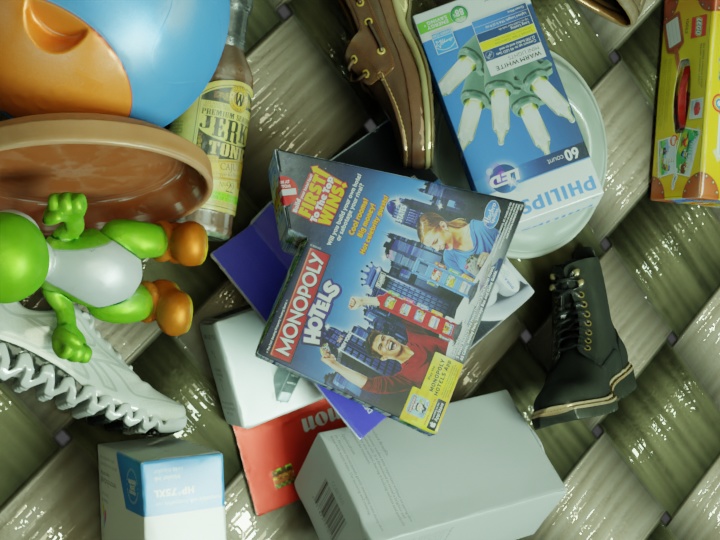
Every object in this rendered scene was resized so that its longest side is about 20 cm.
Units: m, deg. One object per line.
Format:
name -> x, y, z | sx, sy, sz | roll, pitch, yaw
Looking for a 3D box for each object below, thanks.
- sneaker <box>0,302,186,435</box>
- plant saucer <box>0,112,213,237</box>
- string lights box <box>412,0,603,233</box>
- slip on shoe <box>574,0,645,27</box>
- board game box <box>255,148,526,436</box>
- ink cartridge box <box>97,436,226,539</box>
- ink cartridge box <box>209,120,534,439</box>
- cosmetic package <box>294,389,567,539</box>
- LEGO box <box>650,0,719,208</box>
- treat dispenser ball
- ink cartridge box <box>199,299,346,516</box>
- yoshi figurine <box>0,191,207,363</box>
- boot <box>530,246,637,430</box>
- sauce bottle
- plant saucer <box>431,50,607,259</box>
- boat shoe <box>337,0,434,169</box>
sneaker -> -0.215, 0.069, 0.994 | 0.199, 0.075, 0.082 | 28, 69, -25
plant saucer -> -0.205, -0.068, 0.927 | 0.199, 0.200, 0.033 | 4, 72, -27
string lights box -> 0.125, -0.136, 1.119 | 0.102, 0.059, 0.201 | -20, 80, 1
slip on shoe -> 0.187, -0.287, 1.195 | 0.199, 0.076, 0.061 | 22, 74, -33
board game box -> 0.000, 0.000, 1.013 | 0.199, 0.062, 0.201 | 25, 73, -3
ink cartridge box -> -0.151, 0.236, 0.998 | 0.067, 0.116, 0.202 | -3, 91, -28
ink cartridge box -> 0.012, 0.002, 1.075 | 0.200, 0.043, 0.198 | -38, 85, -27
cosmetic package -> 0.059, 0.181, 1.093 | 0.199, 0.081, 0.113 | -6, 52, -30
LEGO box -> 0.373, -0.162, 1.286 | 0.148, 0.077, 0.202 | 5, 88, -27
treat dispenser ball -> -0.192, -0.191, 0.928 | 0.199, 0.200, 0.203 | 0, 90, -27
ink cartridge box -> -0.020, 0.096, 1.106 | 0.199, 0.043, 0.175 | -19, 97, -26
yoshi figurine -> -0.208, -0.001, 0.931 | 0.199, 0.112, 0.113 | 7, 56, -30
boot -> 0.185, 0.058, 1.162 | 0.200, 0.077, 0.139 | -18, 95, -69
sauce bottle -> -0.120, -0.126, 1.042 | 0.064, 0.065, 0.202 | 8, 87, -27
plant saucer -> 0.157, -0.112, 1.192 | 0.199, 0.050, 0.202 | 0, 90, -27
boat shoe -> 0.018, -0.176, 1.099 | 0.067, 0.072, 0.202 | -12, 76, -5
